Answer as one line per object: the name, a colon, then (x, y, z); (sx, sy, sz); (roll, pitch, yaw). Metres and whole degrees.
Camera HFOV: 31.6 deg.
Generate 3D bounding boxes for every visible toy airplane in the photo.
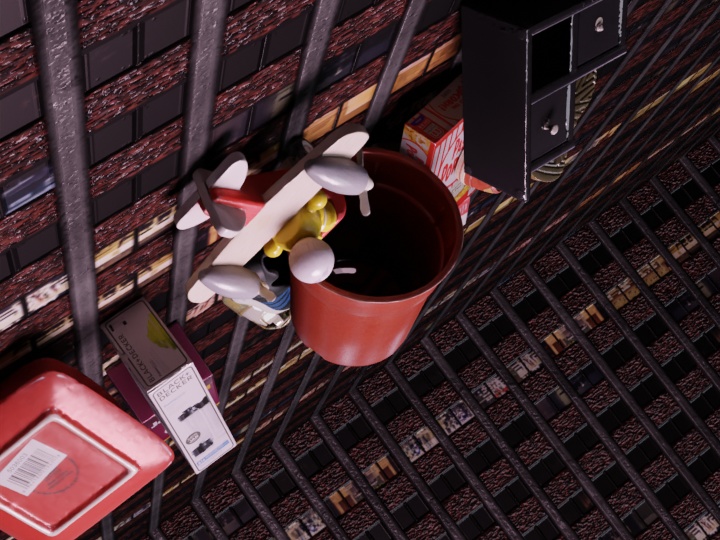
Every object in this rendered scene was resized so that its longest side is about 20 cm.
toy airplane: (-0.080, -0.048, 1.229); (0.199, 0.141, 0.200); (-33, 169, -19)

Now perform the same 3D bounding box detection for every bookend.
bookend: (0.207, -0.210, 1.347); (0.198, 0.092, 0.201); (-30, 133, -32)

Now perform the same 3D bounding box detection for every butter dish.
butter dish: (-0.336, 0.172, 1.361); (0.200, 0.148, 0.199); (-38, 129, 12)

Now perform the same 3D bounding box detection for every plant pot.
plant pot: (0.000, 0.000, 1.441); (0.200, 0.201, 0.196); (-32, 157, -25)

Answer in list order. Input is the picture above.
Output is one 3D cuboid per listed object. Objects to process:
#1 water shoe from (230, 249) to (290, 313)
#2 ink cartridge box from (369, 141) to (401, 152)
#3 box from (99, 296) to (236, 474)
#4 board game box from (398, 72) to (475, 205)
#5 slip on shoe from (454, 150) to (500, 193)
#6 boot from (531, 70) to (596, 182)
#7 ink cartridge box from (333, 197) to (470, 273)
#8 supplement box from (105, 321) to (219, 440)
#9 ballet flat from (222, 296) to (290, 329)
water shoe: (-0.098, 0.010, 1.560); (0.078, 0.072, 0.200); (-19, 174, 18)
ink cartridge box: (-0.015, -0.076, 1.565); (0.200, 0.050, 0.109); (-43, 168, 23)
box: (-0.216, 0.134, 1.452); (0.060, 0.117, 0.200); (-34, 145, -12)
board game box: (0.098, -0.133, 1.503); (0.151, 0.046, 0.201); (-44, 159, -32)
slip on shoe: (0.175, -0.177, 1.450); (0.074, 0.061, 0.201); (-21, 140, -58)
boot: (0.197, -0.201, 1.553); (0.176, 0.066, 0.200); (-70, -158, 7)
ink cartridge box: (0.049, -0.055, 1.775); (0.200, 0.083, 0.147); (-37, 169, -6)
supplement box: (-0.255, 0.153, 1.665); (0.110, 0.086, 0.200); (-34, 169, -12)
ballet flat: (-0.128, 0.045, 1.675); (0.071, 0.071, 0.200); (-37, 169, 2)
